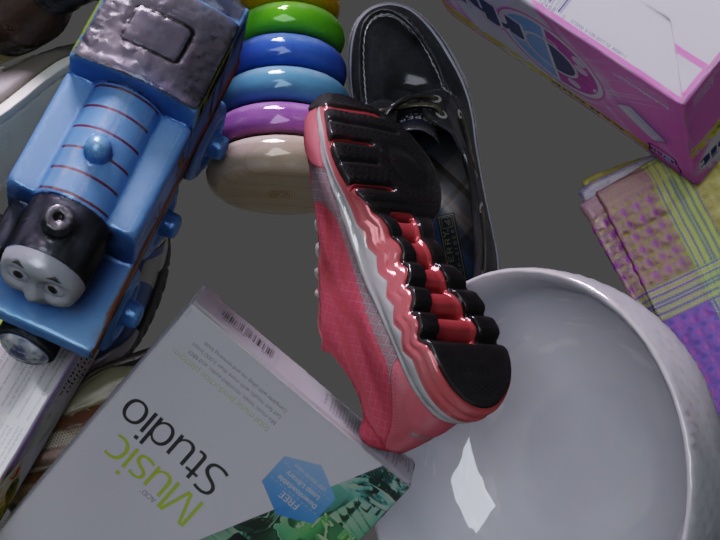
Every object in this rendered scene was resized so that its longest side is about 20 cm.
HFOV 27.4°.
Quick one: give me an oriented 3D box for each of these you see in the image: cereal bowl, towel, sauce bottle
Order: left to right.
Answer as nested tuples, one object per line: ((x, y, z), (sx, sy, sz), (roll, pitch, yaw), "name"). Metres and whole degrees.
((-0.207, -0.149, 0.836), (0.199, 0.065, 0.065), (-9, 74, 40), "sauce bottle")
((0.102, 0.100, 0.748), (0.199, 0.083, 0.201), (-3, 86, 43), "cereal bowl")
((0.222, 0.007, 0.799), (0.143, 0.023, 0.201), (-27, 76, 2), "towel")

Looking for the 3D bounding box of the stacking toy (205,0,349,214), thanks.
((-0.044, -0.138, 0.849), (0.085, 0.085, 0.201), (-3, 72, 9), "stacking toy")

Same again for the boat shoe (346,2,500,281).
((0.032, -0.064, 0.822), (0.070, 0.066, 0.201), (-12, 77, 7), "boat shoe")

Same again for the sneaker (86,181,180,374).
((-0.143, -0.039, 0.841), (0.075, 0.077, 0.201), (12, 82, 10), "sneaker")

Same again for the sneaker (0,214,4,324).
((-0.242, -0.011, 0.841), (0.200, 0.076, 0.075), (52, 123, 22), "sneaker")

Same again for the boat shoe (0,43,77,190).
((-0.205, -0.082, 0.820), (0.060, 0.072, 0.202), (26, 41, 17), "boat shoe")

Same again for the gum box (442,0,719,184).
((0.116, -0.143, 0.789), (0.200, 0.114, 0.066), (39, 87, 23), "gum box")

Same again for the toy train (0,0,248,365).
((-0.124, -0.051, 0.730), (0.086, 0.114, 0.201), (24, 65, 1), "toy train")

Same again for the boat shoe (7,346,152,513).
((-0.170, 0.106, 0.817), (0.199, 0.076, 0.074), (-22, 78, 5), "boat shoe")

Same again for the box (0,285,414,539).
((-0.089, 0.128, 0.765), (0.144, 0.036, 0.200), (40, 107, -5), "box")

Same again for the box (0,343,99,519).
((-0.186, 0.084, 0.764), (0.041, 0.039, 0.201), (25, 74, 8), "box")

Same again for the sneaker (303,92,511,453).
((0.000, 0.000, 0.747), (0.087, 0.074, 0.201), (-40, 56, 34), "sneaker")
